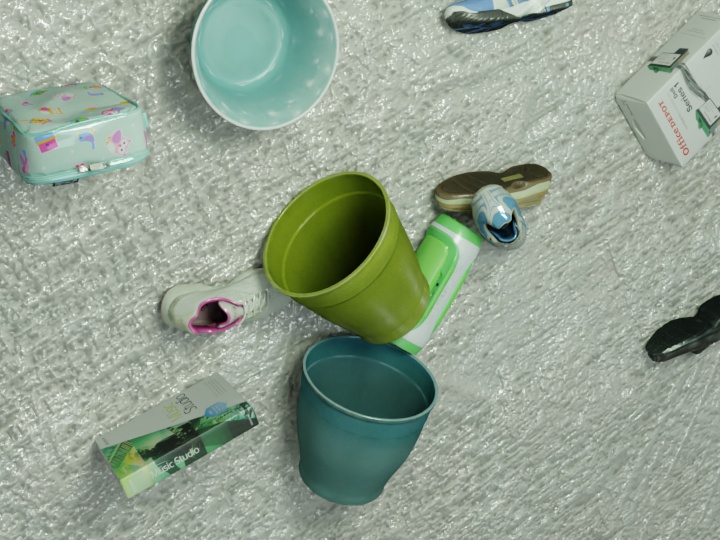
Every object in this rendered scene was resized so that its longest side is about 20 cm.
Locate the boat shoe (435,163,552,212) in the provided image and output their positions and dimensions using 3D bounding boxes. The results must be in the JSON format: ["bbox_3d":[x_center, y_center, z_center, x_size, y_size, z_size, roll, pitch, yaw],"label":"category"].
[{"bbox_3d":[0.199,-0.104,1.833,0.198,0.072,0.077,-9,128,-24],"label":"boat shoe"}]

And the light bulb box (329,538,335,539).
[{"bbox_3d":[-0.068,0.541,1.839,0.197,0.200,0.126,-26,118,-18],"label":"light bulb box"}]

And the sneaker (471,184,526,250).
[{"bbox_3d":[0.207,-0.061,1.781,0.071,0.073,0.200,-25,158,10],"label":"sneaker"}]

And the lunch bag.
[{"bbox_3d":[-0.339,-0.164,1.435,0.159,0.200,0.078,-14,116,-26],"label":"lunch bag"}]

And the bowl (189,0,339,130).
[{"bbox_3d":[-0.137,-0.288,1.557,0.199,0.105,0.203,-9,111,-25],"label":"bowl"}]

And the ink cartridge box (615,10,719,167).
[{"bbox_3d":[0.520,-0.284,1.927,0.200,0.084,0.146,-45,122,-8],"label":"ink cartridge box"}]

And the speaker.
[{"bbox_3d":[0.101,0.020,1.810,0.088,0.088,0.201,28,93,-33],"label":"speaker"}]

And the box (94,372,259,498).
[{"bbox_3d":[-0.251,0.219,1.655,0.199,0.144,0.037,-30,115,-17],"label":"box"}]

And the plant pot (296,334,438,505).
[{"bbox_3d":[-0.006,0.228,1.775,0.198,0.200,0.189,-2,123,-28],"label":"plant pot"}]

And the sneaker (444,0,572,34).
[{"bbox_3d":[0.204,-0.388,1.737,0.198,0.076,0.078,-17,93,-23],"label":"sneaker"}]

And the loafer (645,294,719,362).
[{"bbox_3d":[0.580,0.117,2.116,0.199,0.073,0.073,-24,122,-18],"label":"loafer"}]

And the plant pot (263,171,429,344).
[{"bbox_3d":[0.000,0.000,1.699,0.201,0.200,0.193,-48,133,-5],"label":"plant pot"}]

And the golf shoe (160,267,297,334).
[{"bbox_3d":[-0.169,0.050,1.672,0.198,0.091,0.076,-14,113,-26],"label":"golf shoe"}]
